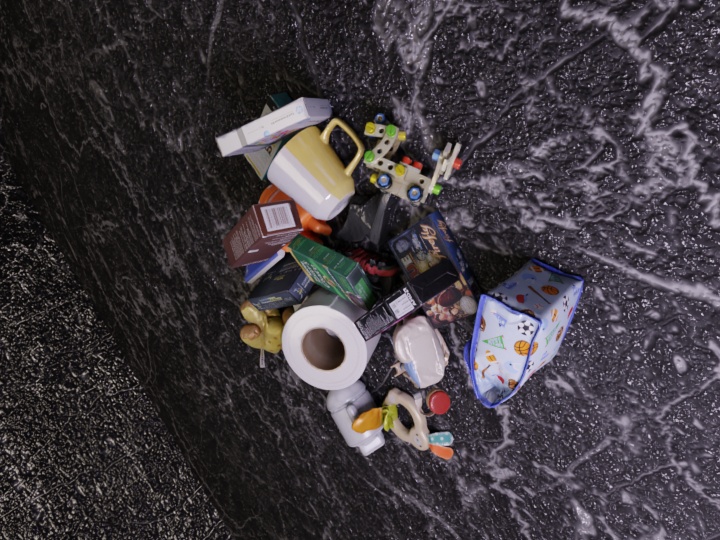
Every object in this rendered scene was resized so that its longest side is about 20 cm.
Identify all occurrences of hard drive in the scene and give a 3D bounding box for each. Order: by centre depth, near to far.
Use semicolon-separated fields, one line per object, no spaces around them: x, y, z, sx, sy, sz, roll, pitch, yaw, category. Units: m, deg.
-0.246;-0.062;1.363;0.199;0.025;0.135;-32;51;50;hard drive

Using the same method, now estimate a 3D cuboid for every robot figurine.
-0.159;-0.126;1.217;0.199;0.116;0.146;40;142;24;robot figurine
-0.013;0.360;1.336;0.203;0.112;0.170;60;174;2;robot figurine

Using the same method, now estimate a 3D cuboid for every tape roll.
-0.062;0.146;1.193;0.198;0.139;0.207;6;113;15;tape roll

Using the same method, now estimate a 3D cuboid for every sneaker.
0.017;-0.127;1.074;0.104;0.060;0.202;36;137;21;sneaker
0.000;0.000;1.154;0.198;0.070;0.100;19;123;38;sneaker

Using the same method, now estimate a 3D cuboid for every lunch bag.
0.259;0.108;0.863;0.123;0.168;0.204;28;130;36;lunch bag

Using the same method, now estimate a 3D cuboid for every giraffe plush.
-0.213;0.158;1.423;0.159;0.172;0.205;-7;98;26;giraffe plush

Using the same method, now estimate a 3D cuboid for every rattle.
0.102;0.378;1.212;0.200;0.141;0.131;46;120;26;rattle

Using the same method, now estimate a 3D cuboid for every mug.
-0.085;-0.198;1.086;0.153;0.149;0.187;47;145;5;mug

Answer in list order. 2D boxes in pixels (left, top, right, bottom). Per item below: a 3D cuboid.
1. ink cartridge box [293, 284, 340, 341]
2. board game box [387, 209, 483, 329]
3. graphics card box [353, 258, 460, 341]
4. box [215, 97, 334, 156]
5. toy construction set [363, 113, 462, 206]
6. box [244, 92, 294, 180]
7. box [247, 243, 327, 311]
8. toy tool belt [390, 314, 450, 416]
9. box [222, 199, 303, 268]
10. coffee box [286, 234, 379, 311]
-0.107;0.104;1.329;0.115;0.067;0.204;0;111;46;ink cartridge box
0.148;0.003;1.027;0.135;0.034;0.203;-31;88;50;board game box
0.085;0.059;1.001;0.051;0.124;0.200;56;140;8;graphics card box
-0.166;-0.286;1.049;0.196;0.156;0.042;-20;100;19;box
0.086;-0.195;0.943;0.197;0.092;0.133;25;90;27;toy construction set
-0.201;-0.305;1.215;0.083;0.049;0.200;53;139;8;box
-0.173;0.016;1.278;0.051;0.159;0.198;45;147;-24;box
0.126;0.192;1.114;0.123;0.123;0.204;-175;64;-79;toy tool belt
-0.214;-0.075;1.130;0.199;0.099;0.077;-28;79;54;box
-0.059;0.004;1.100;0.198;0.044;0.124;27;158;40;coffee box
